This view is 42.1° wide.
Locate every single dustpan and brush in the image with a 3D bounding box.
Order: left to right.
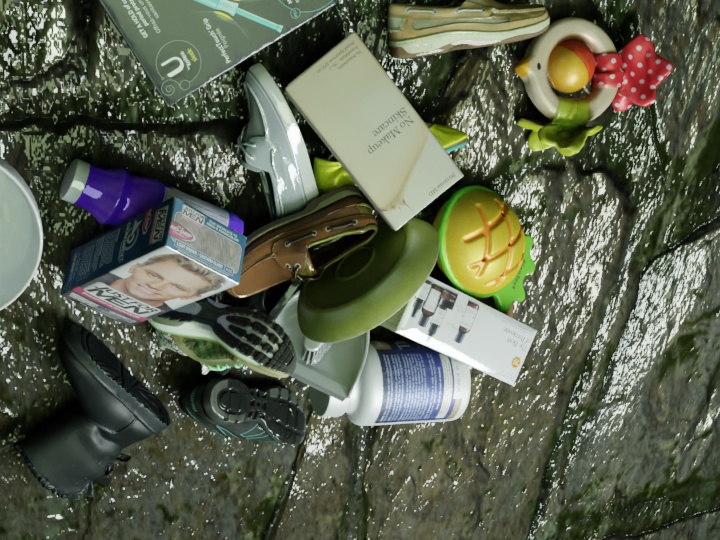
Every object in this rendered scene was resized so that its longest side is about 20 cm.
[{"bbox_3d":[-0.031,0.045,1.184,0.201,0.139,0.057,-60,163,-21],"label":"dustpan and brush"}]

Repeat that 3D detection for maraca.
[{"bbox_3d":[0.165,-0.027,1.213,0.200,0.107,0.138,35,74,-39],"label":"maraca"}]

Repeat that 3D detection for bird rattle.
[{"bbox_3d":[0.279,-0.238,1.161,0.200,0.113,0.163,-42,107,-1],"label":"bird rattle"}]

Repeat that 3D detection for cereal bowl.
[{"bbox_3d":[-0.433,-0.048,0.967,0.199,0.083,0.201,-10,118,-18],"label":"cereal bowl"}]

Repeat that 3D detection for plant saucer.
[{"bbox_3d":[0.000,0.000,1.104,0.200,0.200,0.031,-39,119,0],"label":"plant saucer"}]

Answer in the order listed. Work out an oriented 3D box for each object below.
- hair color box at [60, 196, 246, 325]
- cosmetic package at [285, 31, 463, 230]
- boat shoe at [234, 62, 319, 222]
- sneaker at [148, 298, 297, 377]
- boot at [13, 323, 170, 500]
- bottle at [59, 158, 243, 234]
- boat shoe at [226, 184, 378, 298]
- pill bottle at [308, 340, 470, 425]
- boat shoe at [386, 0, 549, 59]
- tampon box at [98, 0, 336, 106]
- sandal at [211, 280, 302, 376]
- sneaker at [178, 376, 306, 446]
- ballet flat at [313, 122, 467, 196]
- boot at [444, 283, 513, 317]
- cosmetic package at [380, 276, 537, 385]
[{"bbox_3d":[-0.227,-0.004,1.016,0.199,0.061,0.100,-20,143,39],"label":"hair color box"},{"bbox_3d":[0.014,-0.155,1.058,0.103,0.073,0.200,-40,97,1],"label":"cosmetic package"},{"bbox_3d":[-0.103,-0.134,1.068,0.071,0.070,0.202,-26,125,-12],"label":"boat shoe"},{"bbox_3d":[-0.165,0.089,1.118,0.077,0.199,0.089,-50,156,-47],"label":"sneaker"},{"bbox_3d":[-0.345,0.177,1.132,0.162,0.073,0.199,-35,124,1],"label":"boot"},{"bbox_3d":[-0.231,-0.065,1.043,0.199,0.083,0.066,23,72,-30],"label":"bottle"},{"bbox_3d":[-0.073,-0.021,1.086,0.199,0.068,0.072,-34,149,6],"label":"boat shoe"},{"bbox_3d":[0.037,0.149,1.249,0.199,0.111,0.112,1,116,-23],"label":"pill bottle"},{"bbox_3d":[0.127,-0.297,1.083,0.199,0.072,0.077,-13,109,-16],"label":"boat shoe"},{"bbox_3d":[-0.156,-0.291,0.930,0.199,0.126,0.150,-32,123,-3],"label":"tampon box"},{"bbox_3d":[-0.128,0.044,1.152,0.048,0.075,0.201,39,97,-15],"label":"sandal"},{"bbox_3d":[-0.149,0.183,1.222,0.079,0.076,0.200,-13,151,35],"label":"sneaker"},{"bbox_3d":[0.034,-0.147,1.127,0.199,0.067,0.067,-24,102,-8],"label":"ballet flat"},{"bbox_3d":[0.127,0.033,1.265,0.199,0.073,0.076,20,83,-30],"label":"boot"},{"bbox_3d":[0.128,0.073,1.198,0.199,0.051,0.083,25,90,-27],"label":"cosmetic package"}]
